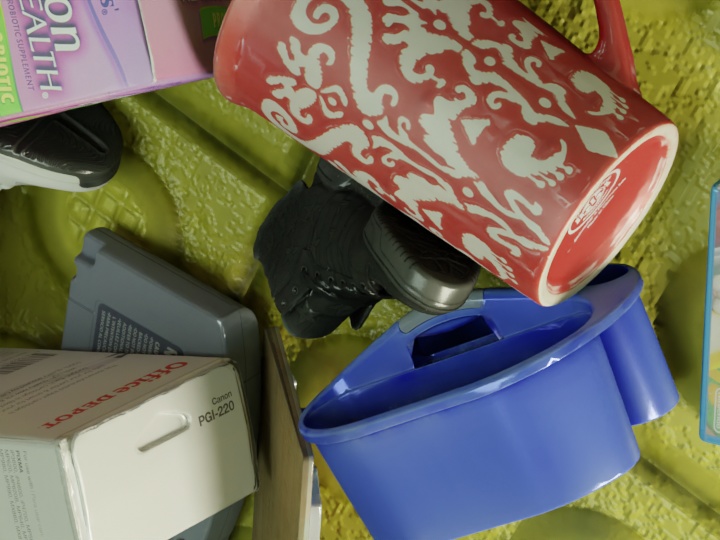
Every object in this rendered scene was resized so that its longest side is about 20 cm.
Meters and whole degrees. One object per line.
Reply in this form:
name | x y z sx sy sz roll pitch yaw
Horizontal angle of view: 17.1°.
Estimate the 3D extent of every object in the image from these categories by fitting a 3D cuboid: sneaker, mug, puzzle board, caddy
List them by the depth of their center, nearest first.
mug | 0.052 -0.099 1.160 0.200 0.133 0.178 39 122 20
caddy | 0.063 0.059 1.227 0.200 0.141 0.105 -21 102 32
sneaker | -0.003 -0.001 1.241 0.104 0.060 0.200 -64 28 20
puzzle board | -0.042 0.153 1.351 0.017 0.151 0.200 -1 117 -11
sneaker | -0.226 -0.069 1.413 0.200 0.076 0.115 22 137 19

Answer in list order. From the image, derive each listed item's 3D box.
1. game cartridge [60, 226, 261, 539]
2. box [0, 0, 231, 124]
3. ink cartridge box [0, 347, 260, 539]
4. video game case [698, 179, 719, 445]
game cartridge | -0.122 0.087 1.415 0.133 0.041 0.200 31 125 30
box | -0.178 -0.125 1.237 0.200 0.176 0.097 -12 94 15
ink cartridge box | -0.178 0.103 1.345 0.200 0.146 0.085 -1 106 40
video game case | 0.263 0.039 1.171 0.200 0.018 0.143 12 116 27
